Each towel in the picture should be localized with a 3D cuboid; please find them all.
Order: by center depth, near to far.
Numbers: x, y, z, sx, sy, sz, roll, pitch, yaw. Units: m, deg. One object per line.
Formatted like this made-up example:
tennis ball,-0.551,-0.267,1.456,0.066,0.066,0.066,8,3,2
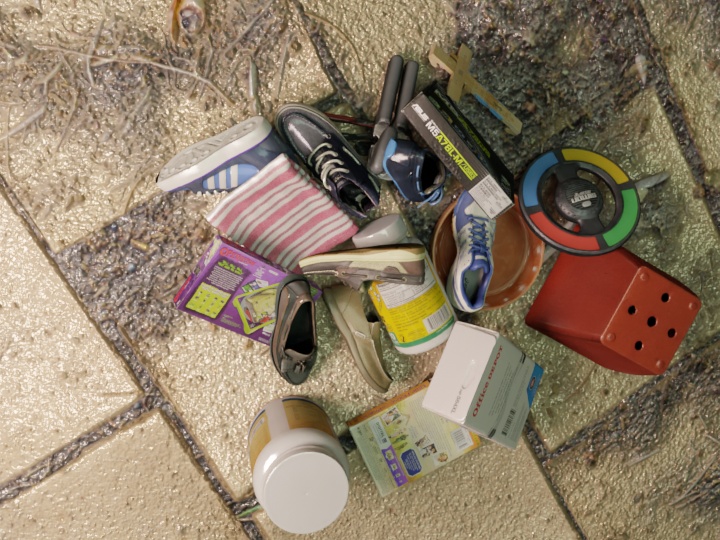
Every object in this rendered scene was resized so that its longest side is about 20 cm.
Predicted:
towel,-0.107,-0.069,1.024,0.146,0.030,0.200,-38,138,11

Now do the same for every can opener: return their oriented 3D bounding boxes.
can opener,0.053,-0.229,1.048,0.052,0.066,0.202,15,74,-15

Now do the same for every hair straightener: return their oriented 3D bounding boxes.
hair straightener,-0.005,-0.198,1.085,0.198,0.041,0.078,4,100,-18

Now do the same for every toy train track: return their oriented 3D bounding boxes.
toy train track,0.177,-0.278,1.107,0.199,0.032,0.116,34,56,-23

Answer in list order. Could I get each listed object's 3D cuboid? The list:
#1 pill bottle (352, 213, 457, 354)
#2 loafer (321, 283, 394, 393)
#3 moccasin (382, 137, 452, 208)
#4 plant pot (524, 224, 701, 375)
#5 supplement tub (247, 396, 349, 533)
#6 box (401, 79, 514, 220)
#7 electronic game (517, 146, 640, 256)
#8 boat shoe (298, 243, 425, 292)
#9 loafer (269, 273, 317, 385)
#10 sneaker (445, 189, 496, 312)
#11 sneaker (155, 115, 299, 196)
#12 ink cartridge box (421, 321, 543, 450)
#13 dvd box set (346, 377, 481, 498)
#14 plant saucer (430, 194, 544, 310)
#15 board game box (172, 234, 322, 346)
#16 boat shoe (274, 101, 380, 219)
pill bottle,0.066,0.019,1.099,0.112,0.113,0.202,-28,106,-6
loafer,0.008,0.106,1.121,0.067,0.076,0.201,-28,106,0
moccasin,0.094,-0.135,1.038,0.068,0.200,0.081,16,92,24
plant pot,0.431,0.064,1.158,0.199,0.176,0.201,27,94,-17
supplement tub,-0.096,0.291,1.067,0.143,0.200,0.147,-2,101,-12
box,0.149,-0.182,1.025,0.047,0.193,0.200,-38,97,23
electronic game,0.352,-0.114,1.129,0.197,0.042,0.202,1,65,-2
boat shoe,0.000,0.000,1.013,0.198,0.073,0.066,-4,95,29
loafer,-0.098,0.104,1.070,0.071,0.063,0.202,-14,126,-23
sneaker,0.185,-0.033,1.098,0.074,0.088,0.203,2,99,-11
sneaker,-0.182,-0.125,1.033,0.198,0.081,0.147,-24,127,14
ink cartridge box,0.199,0.185,1.114,0.200,0.084,0.147,36,75,-48
dvd box set,0.093,0.278,1.195,0.198,0.029,0.148,-27,105,-6
plant saucer,0.209,-0.035,1.164,0.198,0.032,0.203,-2,101,-12
board game box,-0.164,0.038,1.045,0.199,0.032,0.120,30,106,-41
boat shoe,-0.043,-0.159,1.015,0.199,0.093,0.075,38,110,-20
